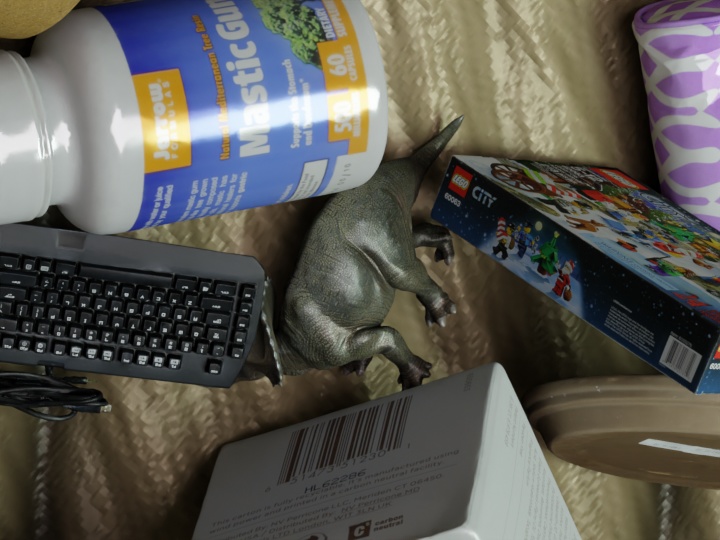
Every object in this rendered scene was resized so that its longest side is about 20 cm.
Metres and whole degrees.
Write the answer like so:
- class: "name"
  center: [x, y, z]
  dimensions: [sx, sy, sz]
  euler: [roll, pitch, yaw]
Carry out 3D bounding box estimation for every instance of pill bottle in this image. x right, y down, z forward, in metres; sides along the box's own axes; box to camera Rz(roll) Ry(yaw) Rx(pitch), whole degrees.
- class: "pill bottle"
  center: [-0.097, -0.079, 1.402]
  dimensions: [0.200, 0.112, 0.112]
  euler: [-12, 106, -23]

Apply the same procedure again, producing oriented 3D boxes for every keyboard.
- class: "keyboard"
  center: [-0.150, 0.032, 1.412]
  dimensions: [0.199, 0.040, 0.104]
  euler: [7, 115, -11]

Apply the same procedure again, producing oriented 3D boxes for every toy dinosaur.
- class: "toy dinosaur"
  center: [0.000, 0.000, 1.486]
  dimensions: [0.102, 0.077, 0.200]
  euler: [37, 89, -40]

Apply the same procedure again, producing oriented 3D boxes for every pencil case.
- class: "pencil case"
  center: [0.205, -0.057, 1.561]
  dimensions: [0.085, 0.084, 0.201]
  euler: [-13, 108, -1]

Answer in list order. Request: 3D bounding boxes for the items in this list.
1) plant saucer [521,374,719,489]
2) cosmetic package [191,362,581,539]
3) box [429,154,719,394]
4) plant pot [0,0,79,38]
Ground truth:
- class: "plant saucer"
  center: [0.184, 0.089, 1.523]
  dimensions: [0.200, 0.200, 0.030]
  euler: [14, 75, -27]
- class: "cosmetic package"
  center: [0.027, 0.187, 1.456]
  dimensions: [0.167, 0.166, 0.200]
  euler: [-19, 113, 16]
- class: "box"
  center: [0.151, 0.001, 1.466]
  dimensions: [0.136, 0.200, 0.038]
  euler: [1, 116, -46]
- class: "plant pot"
  center: [-0.212, -0.190, 1.301]
  dimensions: [0.200, 0.186, 0.187]
  euler: [30, 88, -40]
